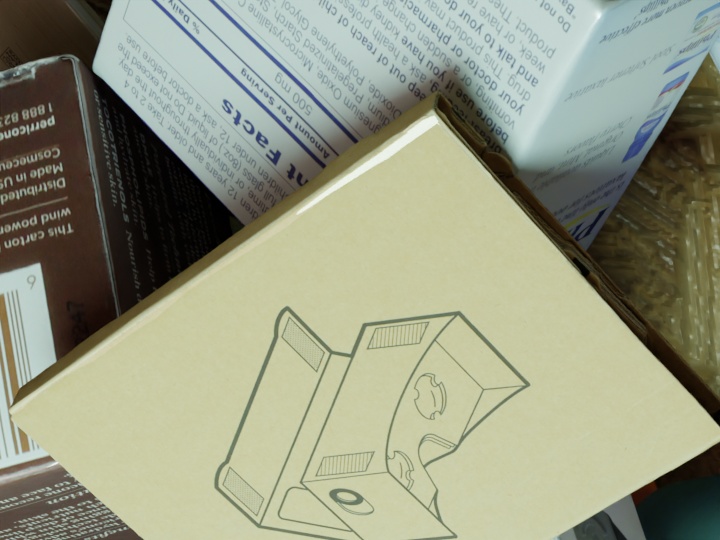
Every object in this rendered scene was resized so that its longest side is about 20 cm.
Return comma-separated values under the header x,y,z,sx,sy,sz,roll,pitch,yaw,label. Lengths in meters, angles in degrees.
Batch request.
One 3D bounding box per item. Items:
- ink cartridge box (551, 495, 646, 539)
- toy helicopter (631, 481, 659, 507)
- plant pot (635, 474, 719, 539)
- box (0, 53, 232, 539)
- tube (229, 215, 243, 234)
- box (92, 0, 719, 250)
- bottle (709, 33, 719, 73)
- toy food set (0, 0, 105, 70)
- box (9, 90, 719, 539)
x,y,z,sx,sy,sz,roll,pitch,yaw,label
0.043,0.150,0.857,0.148,0.086,0.200,-31,59,27,ink cartridge box
0.114,0.193,0.960,0.132,0.079,0.200,87,165,-57,toy helicopter
0.220,0.160,0.884,0.161,0.201,0.201,-25,107,40,plant pot
-0.148,0.034,0.935,0.166,0.164,0.200,-16,162,10,box
-0.047,0.058,1.106,0.058,0.052,0.200,-8,123,-3,tube
0.018,-0.097,0.802,0.184,0.105,0.200,46,138,17,box
0.180,-0.071,0.809,0.084,0.065,0.200,-13,116,42,bottle
-0.144,-0.114,1.035,0.200,0.060,0.144,50,147,-5,toy food set
0.003,0.050,0.773,0.200,0.021,0.163,-35,112,25,box
